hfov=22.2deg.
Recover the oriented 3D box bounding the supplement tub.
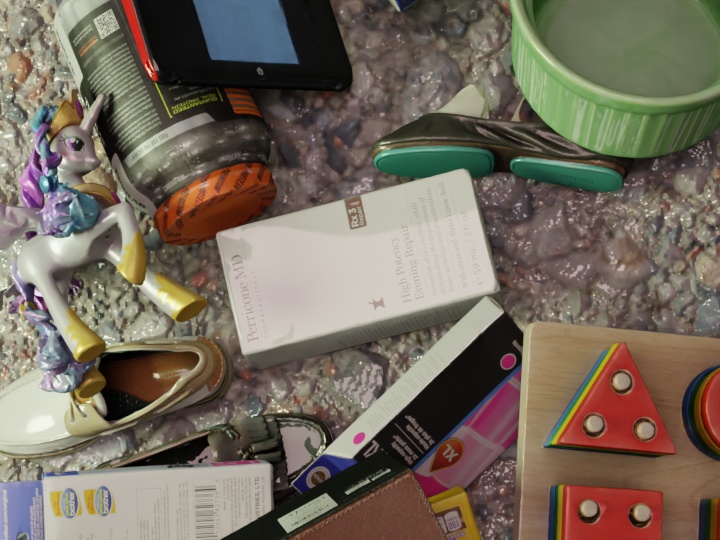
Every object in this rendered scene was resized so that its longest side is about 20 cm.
[{"bbox_3d":[-0.146,-0.129,1.410,0.122,0.123,0.201,-25,76,3],"label":"supplement tub"}]

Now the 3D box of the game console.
[{"bbox_3d":[-0.103,-0.218,1.396,0.031,0.199,0.178,-38,65,41],"label":"game console"}]

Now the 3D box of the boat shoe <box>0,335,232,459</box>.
[{"bbox_3d":[-0.200,0.090,1.401,0.199,0.068,0.075,-19,77,5],"label":"boat shoe"}]

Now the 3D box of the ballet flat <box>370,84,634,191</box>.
[{"bbox_3d":[0.108,-0.101,1.399,0.199,0.068,0.069,6,70,-1],"label":"ballet flat"}]

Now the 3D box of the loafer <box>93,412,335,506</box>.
[{"bbox_3d":[-0.118,0.153,1.379,0.199,0.063,0.072,-15,77,6],"label":"loafer"}]

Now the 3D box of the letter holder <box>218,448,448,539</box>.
[{"bbox_3d":[-0.030,0.238,1.258,0.199,0.101,0.143,-28,97,-9],"label":"letter holder"}]

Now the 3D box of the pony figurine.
[{"bbox_3d":[-0.227,-0.011,1.352,0.193,0.166,0.201,-38,64,17],"label":"pony figurine"}]

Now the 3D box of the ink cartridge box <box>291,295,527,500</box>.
[{"bbox_3d":[0.052,0.120,1.348,0.200,0.095,0.037,-43,32,0],"label":"ink cartridge box"}]

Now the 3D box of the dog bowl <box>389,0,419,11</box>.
[{"bbox_3d":[0.006,-0.297,1.380,0.079,0.200,0.201,-35,76,4],"label":"dog bowl"}]

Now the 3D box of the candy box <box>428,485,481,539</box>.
[{"bbox_3d":[-0.001,0.239,1.328,0.199,0.026,0.103,-20,98,-9],"label":"candy box"}]

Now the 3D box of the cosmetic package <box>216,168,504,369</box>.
[{"bbox_3d":[0.000,0.000,1.388,0.199,0.074,0.102,-15,76,4],"label":"cosmetic package"}]

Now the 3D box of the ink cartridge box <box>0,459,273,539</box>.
[{"bbox_3d":[-0.161,0.202,1.327,0.199,0.042,0.120,-2,91,-14],"label":"ink cartridge box"}]

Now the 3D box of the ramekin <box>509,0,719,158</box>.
[{"bbox_3d":[0.203,-0.181,1.355,0.199,0.098,0.201,1,62,-2],"label":"ramekin"}]

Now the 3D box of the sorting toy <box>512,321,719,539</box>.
[{"bbox_3d":[0.214,0.140,1.294,0.199,0.070,0.200,6,80,-9],"label":"sorting toy"}]
